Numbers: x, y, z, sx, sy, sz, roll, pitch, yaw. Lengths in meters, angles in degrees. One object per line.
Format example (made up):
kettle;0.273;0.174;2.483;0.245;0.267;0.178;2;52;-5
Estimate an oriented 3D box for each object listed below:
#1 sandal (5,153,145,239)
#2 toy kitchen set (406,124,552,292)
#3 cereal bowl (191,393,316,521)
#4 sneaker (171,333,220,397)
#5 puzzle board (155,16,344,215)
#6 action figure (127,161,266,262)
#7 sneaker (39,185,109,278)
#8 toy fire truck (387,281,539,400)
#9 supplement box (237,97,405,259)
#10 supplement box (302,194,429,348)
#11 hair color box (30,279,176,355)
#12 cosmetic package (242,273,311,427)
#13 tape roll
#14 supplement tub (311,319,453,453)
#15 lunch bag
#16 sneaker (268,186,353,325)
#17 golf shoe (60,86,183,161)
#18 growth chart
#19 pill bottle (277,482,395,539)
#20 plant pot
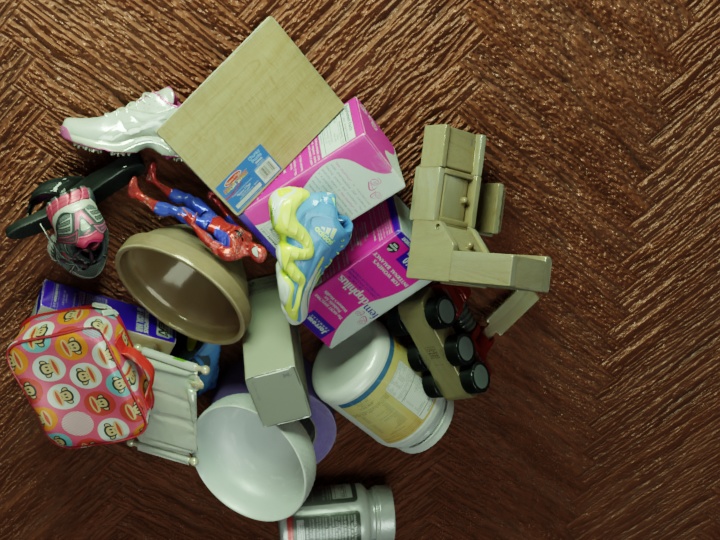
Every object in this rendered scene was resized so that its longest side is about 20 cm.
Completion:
sandal;-0.374;-0.103;1.277;0.199;0.075;0.048;-30;83;0
toy kitchen set;0.185;-0.076;1.276;0.162;0.180;0.202;8;88;-42
cereal bowl;-0.148;0.264;1.449;0.198;0.083;0.202;13;121;22
sneaker;-0.239;0.132;1.480;0.078;0.066;0.201;14;125;-33
puzzle board;-0.134;-0.190;1.222;0.200;0.017;0.151;-46;120;-6
action figure;-0.203;-0.068;1.258;0.199;0.065;0.052;34;131;7
sneaker;-0.364;-0.030;1.278;0.080;0.075;0.200;-26;165;-17
toy fire truck;0.162;0.069;1.468;0.128;0.200;0.177;-14;113;41
supplement box;-0.054;-0.117;1.289;0.199;0.104;0.101;-30;126;16
supplement box;0.000;0.000;1.380;0.199;0.104;0.101;-35;124;19
hair color box;-0.379;0.098;1.426;0.199;0.065;0.110;17;122;-23
cosmetic package;-0.123;0.109;1.389;0.072;0.201;0.104;-13;128;1
tape roll;-0.140;0.232;1.556;0.198;0.085;0.201;-5;127;-6
supplement tub;0.037;0.180;1.507;0.144;0.145;0.200;-36;125;18
lunch bag;-0.370;0.146;1.354;0.174;0.082;0.201;-11;119;8
sneaker;-0.058;-0.016;1.256;0.104;0.076;0.201;-7;128;-5
golf shoe;-0.272;-0.187;1.229;0.198;0.075;0.092;3;106;-10
growth chart;-0.288;0.197;1.425;0.144;0.018;0.202;20;122;17
pill bottle;-0.043;0.430;1.706;0.198;0.114;0.115;-3;128;-7
plant pot;-0.224;0.004;1.334;0.199;0.093;0.202;22;146;15
